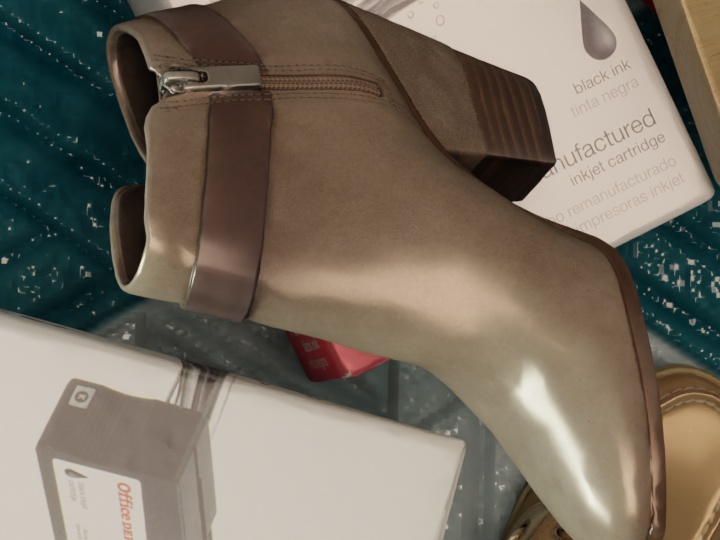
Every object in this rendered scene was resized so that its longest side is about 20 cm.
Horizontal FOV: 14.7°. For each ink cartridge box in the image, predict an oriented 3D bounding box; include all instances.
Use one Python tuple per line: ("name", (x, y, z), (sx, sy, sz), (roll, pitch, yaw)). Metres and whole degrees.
("ink cartridge box", (0.007, -0.082, 0.944), (0.146, 0.083, 0.200), (-26, 92, -8))
("ink cartridge box", (-0.080, 0.066, 0.895), (0.200, 0.145, 0.084), (16, 85, -7))

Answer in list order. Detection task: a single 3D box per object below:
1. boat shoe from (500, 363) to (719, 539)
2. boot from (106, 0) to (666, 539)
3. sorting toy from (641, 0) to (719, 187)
("boat shoe", (0.072, 0.120, 0.955), (0.071, 0.065, 0.200), (37, 84, -5))
("boot", (0.000, 0.000, 0.833), (0.146, 0.070, 0.200), (2, 50, -25))
("sorting toy", (0.168, -0.144, 0.962), (0.200, 0.070, 0.199), (-19, 89, -22))
